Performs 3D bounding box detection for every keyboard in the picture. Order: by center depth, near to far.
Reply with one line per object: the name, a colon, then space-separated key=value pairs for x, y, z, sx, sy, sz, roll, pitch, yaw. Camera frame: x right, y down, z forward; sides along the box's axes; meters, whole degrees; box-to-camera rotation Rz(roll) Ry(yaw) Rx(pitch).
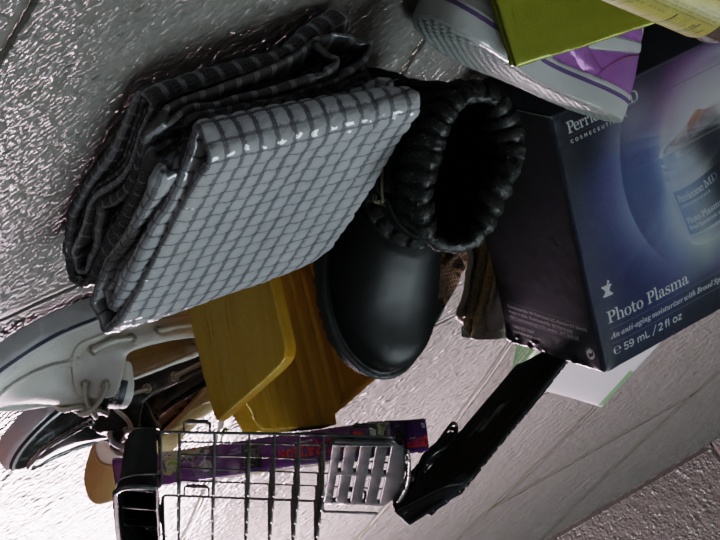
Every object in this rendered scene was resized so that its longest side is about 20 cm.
keyboard: x=0.083 y=0.120 z=1.795 sx=0.127 sy=0.021 sz=0.200 roll=-31 pitch=-171 yaw=43

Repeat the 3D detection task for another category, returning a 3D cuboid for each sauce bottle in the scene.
sauce bottle: x=0.150 y=-0.192 z=1.482 sx=0.199 sy=0.065 sz=0.065 roll=19 pitch=131 yaw=-35

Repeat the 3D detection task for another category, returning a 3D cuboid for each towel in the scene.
towel: x=-0.079 y=-0.060 z=1.491 sx=0.165 sy=0.086 sz=0.200 roll=-18 pitch=156 yaw=-33
towel: x=0.170 y=-0.195 z=1.558 sx=0.199 sy=0.087 sz=0.018 roll=-19 pitch=-177 yaw=-17
towel: x=0.121 y=-0.044 z=1.884 sx=0.132 sy=0.034 sz=0.201 roll=6 pitch=99 yaw=-70

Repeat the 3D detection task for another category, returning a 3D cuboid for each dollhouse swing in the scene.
dollhouse swing: x=0.000 y=0.000 z=1.709 sx=0.175 sy=0.183 sz=0.200 roll=-18 pitch=171 yaw=21

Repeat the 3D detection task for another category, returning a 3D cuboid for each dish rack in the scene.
dish rack: x=-0.066 y=0.149 z=1.687 sx=0.199 sy=0.055 sz=0.154 roll=1 pitch=157 yaw=-3

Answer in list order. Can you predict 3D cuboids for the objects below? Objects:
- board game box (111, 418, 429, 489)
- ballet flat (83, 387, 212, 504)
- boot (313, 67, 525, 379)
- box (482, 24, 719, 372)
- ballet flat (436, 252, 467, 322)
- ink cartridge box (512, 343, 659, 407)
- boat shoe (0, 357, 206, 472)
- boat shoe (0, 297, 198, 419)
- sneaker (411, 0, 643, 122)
board game box: x=-0.063 y=0.132 z=1.793 sx=0.199 sy=0.033 sz=0.120 roll=-9 pitch=171 yaw=21
ballet flat: x=-0.155 y=0.101 z=1.903 sx=0.200 sy=0.069 sz=0.063 roll=-42 pitch=136 yaw=17
boot: x=0.037 y=-0.021 z=1.555 sx=0.079 sy=0.212 sz=0.158 roll=-11 pitch=-164 yaw=-26
box: x=0.193 y=-0.064 z=1.797 sx=0.199 sy=0.199 sz=0.123 roll=-27 pitch=-156 yaw=-28
ballet flat: x=0.051 y=-0.018 z=1.870 sx=0.200 sy=0.068 sz=0.076 roll=-48 pitch=137 yaw=-44
ink cartridge box: x=0.189 y=-0.017 z=1.983 sx=0.087 sy=0.201 sz=0.145 roll=16 pitch=151 yaw=-9
boat shoe: x=-0.170 y=0.098 z=1.810 sx=0.199 sy=0.068 sz=0.074 roll=-33 pitch=165 yaw=-6
boat shoe: x=-0.180 y=0.064 z=1.679 sx=0.199 sy=0.070 sz=0.071 roll=-23 pitch=162 yaw=-39
sneaker: x=0.114 y=-0.176 z=1.609 sx=0.200 sy=0.072 sz=0.115 roll=18 pitch=90 yaw=-49
